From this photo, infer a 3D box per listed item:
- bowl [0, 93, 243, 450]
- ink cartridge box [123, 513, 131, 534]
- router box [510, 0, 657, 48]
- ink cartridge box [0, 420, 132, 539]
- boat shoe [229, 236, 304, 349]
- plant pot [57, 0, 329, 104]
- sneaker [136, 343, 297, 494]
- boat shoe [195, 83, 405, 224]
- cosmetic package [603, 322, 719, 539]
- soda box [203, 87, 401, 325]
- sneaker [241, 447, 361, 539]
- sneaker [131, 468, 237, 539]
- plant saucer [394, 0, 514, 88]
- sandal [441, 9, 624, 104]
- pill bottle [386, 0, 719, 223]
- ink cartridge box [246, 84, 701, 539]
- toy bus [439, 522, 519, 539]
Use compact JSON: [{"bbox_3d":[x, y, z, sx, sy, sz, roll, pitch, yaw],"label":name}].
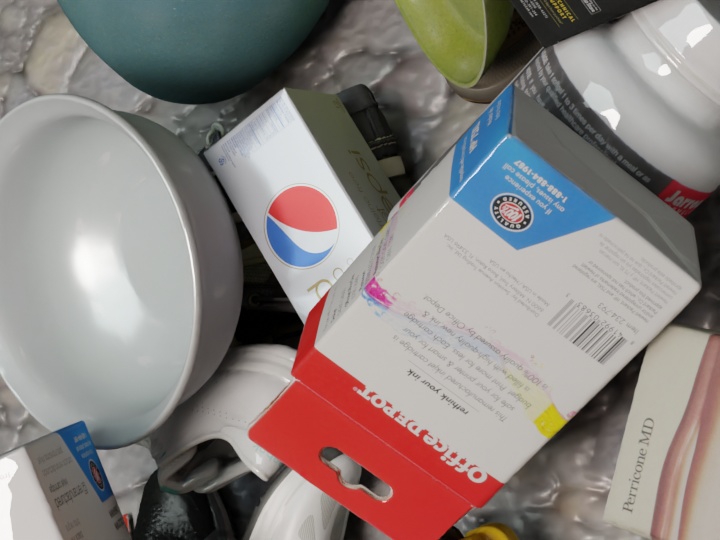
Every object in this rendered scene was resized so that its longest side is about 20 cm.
[{"bbox_3d":[-0.131,-0.005,0.976,0.201,0.090,0.202,11,107,40],"label":"bowl"},{"bbox_3d":[-0.214,0.273,1.123,0.200,0.043,0.174,-30,63,34],"label":"ink cartridge box"},{"bbox_3d":[0.153,-0.213,0.826,0.157,0.052,0.200,-20,37,31],"label":"router box"},{"bbox_3d":[-0.154,0.191,0.886,0.084,0.146,0.200,-24,90,2],"label":"ink cartridge box"},{"bbox_3d":[-0.076,0.025,1.034,0.200,0.073,0.065,-23,61,37],"label":"boat shoe"},{"bbox_3d":[-0.103,-0.183,1.049,0.200,0.200,0.135,51,149,37],"label":"plant pot"},{"bbox_3d":[-0.103,0.095,1.013,0.200,0.075,0.089,-12,43,50],"label":"sneaker"},{"bbox_3d":[-0.066,-0.063,1.037,0.200,0.073,0.063,-13,94,32],"label":"boat shoe"},{"bbox_3d":[0.218,0.093,0.742,0.200,0.087,0.104,13,90,43],"label":"cosmetic package"},{"bbox_3d":[0.000,0.000,0.931,0.064,0.068,0.200,-35,77,23],"label":"soda box"},{"bbox_3d":[-0.016,0.203,0.954,0.115,0.076,0.201,26,100,30],"label":"sneaker"},{"bbox_3d":[-0.132,0.209,1.012,0.075,0.115,0.201,-19,68,38],"label":"sneaker"},{"bbox_3d":[0.036,-0.195,0.897,0.031,0.200,0.200,-22,57,-10],"label":"plant saucer"},{"bbox_3d":[0.110,-0.163,0.921,0.200,0.055,0.082,-33,60,32],"label":"sandal"},{"bbox_3d":[0.114,-0.056,0.854,0.200,0.111,0.111,-47,53,25],"label":"pill bottle"},{"bbox_3d":[0.050,0.028,0.804,0.200,0.116,0.067,-48,14,24],"label":"ink cartridge box"},{"bbox_3d":[-0.002,0.208,0.813,0.200,0.192,0.136,-29,74,7],"label":"toy bus"}]
